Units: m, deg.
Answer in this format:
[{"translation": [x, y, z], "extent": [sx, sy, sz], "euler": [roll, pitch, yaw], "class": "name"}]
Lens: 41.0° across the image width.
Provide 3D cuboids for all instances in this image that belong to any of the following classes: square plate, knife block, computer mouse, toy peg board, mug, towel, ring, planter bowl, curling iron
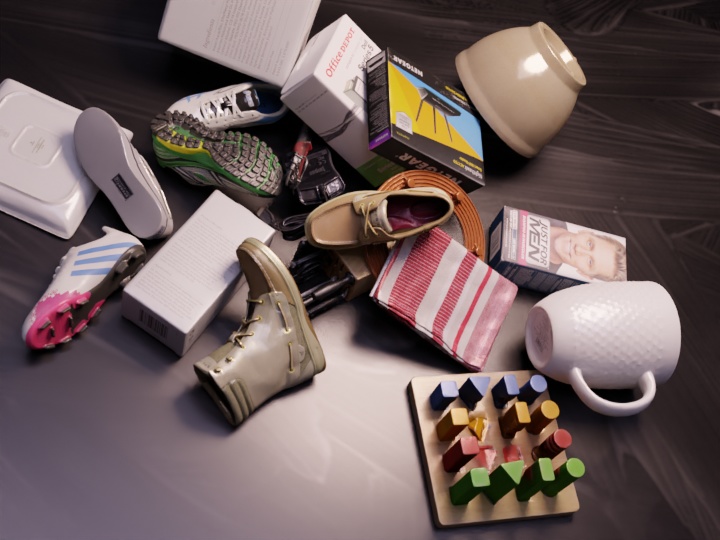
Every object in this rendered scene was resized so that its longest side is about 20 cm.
[{"translation": [-0.440, -0.161, 1.308], "extent": [0.197, 0.028, 0.201], "euler": [24, 56, -4], "class": "square plate"}, {"translation": [0.000, 0.000, 1.330], "extent": [0.199, 0.064, 0.177], "euler": [16, 58, -8], "class": "knife block"}, {"translation": [-0.084, -0.106, 1.359], "extent": [0.140, 0.046, 0.200], "euler": [-24, 42, -10], "class": "computer mouse"}, {"translation": [0.185, 0.213, 1.245], "extent": [0.198, 0.098, 0.200], "euler": [-1, 61, -18], "class": "toy peg board"}, {"translation": [0.329, 0.109, 1.313], "extent": [0.174, 0.148, 0.201], "euler": [0, 50, -15], "class": "mug"}, {"translation": [0.118, 0.031, 1.316], "extent": [0.199, 0.023, 0.145], "euler": [35, 68, -21], "class": "towel"}, {"translation": [0.094, -0.042, 1.334], "extent": [0.199, 0.019, 0.202], "euler": [4, 82, -29], "class": "ring"}, {"translation": [0.260, -0.295, 1.486], "extent": [0.200, 0.135, 0.201], "euler": [37, 31, -28], "class": "planter bowl"}, {"translation": [-0.080, -0.181, 1.377], "extent": [0.025, 0.050, 0.201], "euler": [24, 36, -10], "class": "curling iron"}]

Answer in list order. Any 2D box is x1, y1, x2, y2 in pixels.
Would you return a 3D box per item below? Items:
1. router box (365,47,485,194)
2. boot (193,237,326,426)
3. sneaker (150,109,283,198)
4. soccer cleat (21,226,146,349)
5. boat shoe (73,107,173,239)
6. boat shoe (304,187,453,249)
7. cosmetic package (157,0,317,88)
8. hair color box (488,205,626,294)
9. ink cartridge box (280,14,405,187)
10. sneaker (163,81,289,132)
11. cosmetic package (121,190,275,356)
[{"translation": [0.095, -0.210, 1.385], "extent": [0.199, 0.051, 0.150], "euler": [20, 58, -40], "class": "router box"}, {"translation": [-0.144, 0.076, 1.204], "extent": [0.154, 0.072, 0.201], "euler": [-31, 106, -26], "class": "boot"}, {"translation": [-0.196, -0.150, 1.339], "extent": [0.199, 0.085, 0.078], "euler": [26, 53, 9], "class": "sneaker"}, {"translation": [-0.359, 0.020, 1.214], "extent": [0.086, 0.070, 0.200], "euler": [30, 53, 21], "class": "soccer cleat"}, {"translation": [-0.314, -0.129, 1.300], "extent": [0.072, 0.066, 0.200], "euler": [-38, 80, 7], "class": "boat shoe"}, {"translation": [0.025, -0.072, 1.252], "extent": [0.199, 0.066, 0.075], "euler": [-14, 95, -5], "class": "boat shoe"}, {"translation": [-0.167, -0.398, 1.417], "extent": [0.199, 0.166, 0.165], "euler": [21, 27, -5], "class": "cosmetic package"}, {"translation": [0.293, -0.019, 1.434], "extent": [0.199, 0.061, 0.101], "euler": [14, 58, -10], "class": "hair color box"}, {"translation": [-0.002, -0.247, 1.409], "extent": [0.200, 0.084, 0.146], "euler": [41, 48, -23], "class": "ink cartridge box"}, {"translation": [-0.192, -0.238, 1.399], "extent": [0.199, 0.072, 0.072], "euler": [-18, 82, -25], "class": "sneaker"}, {"translation": [-0.210, 0.001, 1.259], "extent": [0.101, 0.071, 0.200], "euler": [34, 57, 5], "class": "cosmetic package"}]
